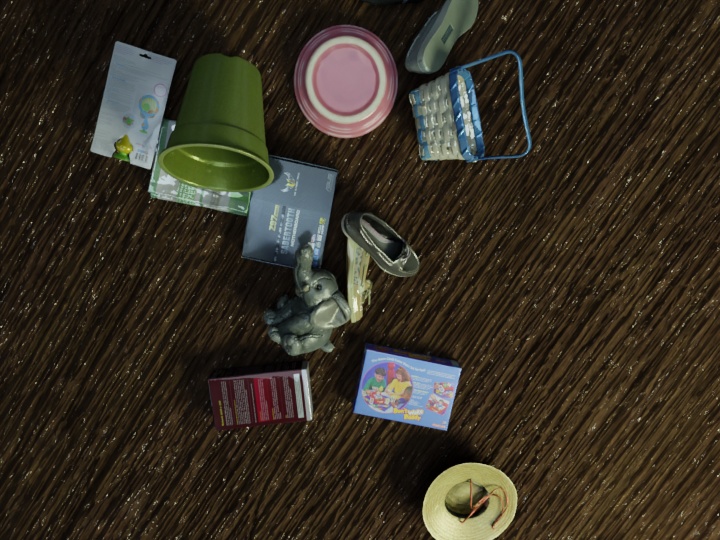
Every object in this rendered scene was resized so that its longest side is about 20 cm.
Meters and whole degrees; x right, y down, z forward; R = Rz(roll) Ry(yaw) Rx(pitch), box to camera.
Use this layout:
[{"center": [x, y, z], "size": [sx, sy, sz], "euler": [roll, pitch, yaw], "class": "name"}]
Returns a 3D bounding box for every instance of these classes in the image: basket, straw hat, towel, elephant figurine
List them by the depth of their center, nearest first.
[{"center": [0.196, -0.283, 1.137], "size": [0.197, 0.139, 0.180], "euler": [-3, 103, 29], "class": "basket"}, {"center": [-0.082, 0.058, 1.198], "size": [0.141, 0.155, 0.201], "euler": [44, 114, 12], "class": "elephant figurine"}, {"center": [-0.296, -0.194, 1.210], "size": [0.196, 0.031, 0.152], "euler": [12, 101, -4], "class": "towel"}, {"center": [0.216, 0.466, 1.321], "size": [0.197, 0.085, 0.205], "euler": [-2, 103, -7], "class": "straw hat"}]

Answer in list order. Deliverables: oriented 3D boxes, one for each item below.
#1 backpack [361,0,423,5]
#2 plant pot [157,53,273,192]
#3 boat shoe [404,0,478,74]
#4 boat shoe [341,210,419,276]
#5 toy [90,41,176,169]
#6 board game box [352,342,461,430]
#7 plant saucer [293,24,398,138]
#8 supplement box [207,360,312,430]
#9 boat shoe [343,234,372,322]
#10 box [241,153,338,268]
[{"center": [0.047, -0.550, 1.104], "size": [0.196, 0.167, 0.129], "euler": [-3, 81, 2], "class": "backpack"}, {"center": [-0.242, -0.264, 1.121], "size": [0.196, 0.200, 0.194], "euler": [4, 75, -3], "class": "plant pot"}, {"center": [0.142, -0.437, 1.151], "size": [0.070, 0.071, 0.203], "euler": [47, 67, -38], "class": "boat shoe"}, {"center": [0.049, -0.046, 1.199], "size": [0.199, 0.057, 0.068], "euler": [34, 67, -29], "class": "boat shoe"}, {"center": [-0.414, -0.301, 1.177], "size": [0.113, 0.047, 0.204], "euler": [16, 93, -5], "class": "toy"}, {"center": [0.093, 0.236, 1.294], "size": [0.196, 0.045, 0.137], "euler": [12, 100, -4], "class": "board game box"}, {"center": [-0.027, -0.350, 1.180], "size": [0.196, 0.051, 0.205], "euler": [0, 100, -1], "class": "plant saucer"}, {"center": [-0.198, 0.250, 1.279], "size": [0.196, 0.061, 0.111], "euler": [-5, 100, -2], "class": "supplement box"}, {"center": [0.000, 0.000, 1.234], "size": [0.061, 0.073, 0.205], "euler": [0, 97, -8], "class": "boat shoe"}, {"center": [-0.134, -0.110, 1.220], "size": [0.154, 0.051, 0.204], "euler": [12, 100, -3], "class": "box"}]
